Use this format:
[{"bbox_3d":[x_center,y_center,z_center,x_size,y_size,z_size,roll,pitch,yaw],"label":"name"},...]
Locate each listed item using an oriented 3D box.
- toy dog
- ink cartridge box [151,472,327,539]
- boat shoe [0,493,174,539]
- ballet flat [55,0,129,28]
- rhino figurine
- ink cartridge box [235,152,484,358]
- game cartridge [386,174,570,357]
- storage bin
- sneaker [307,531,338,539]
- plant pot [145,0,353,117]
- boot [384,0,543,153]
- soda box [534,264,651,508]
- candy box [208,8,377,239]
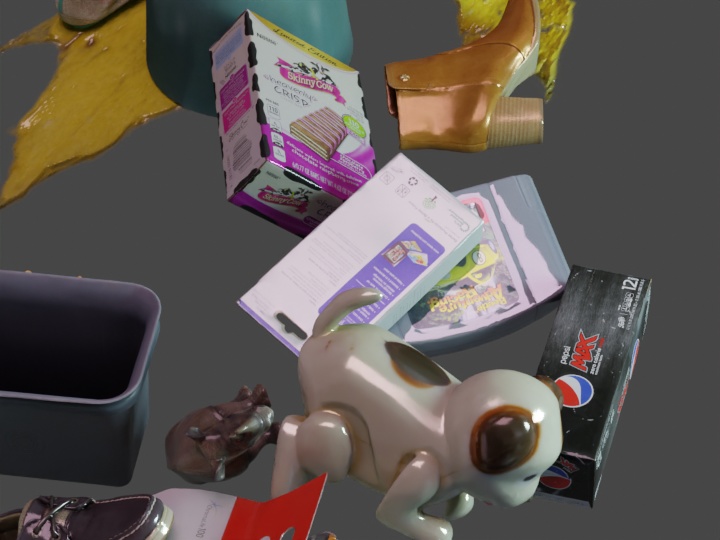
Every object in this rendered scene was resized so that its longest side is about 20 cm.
[{"bbox_3d":[0.055,0.113,1.659,0.199,0.195,0.139,10,10,20],"label":"toy dog"},{"bbox_3d":[-0.129,0.216,1.591,0.200,0.047,0.160,-25,27,31],"label":"ink cartridge box"},{"bbox_3d":[-0.229,0.199,1.625,0.199,0.065,0.072,-18,28,30],"label":"boat shoe"},{"bbox_3d":[-0.218,-0.307,2.166,0.067,0.062,0.200,30,54,27],"label":"ballet flat"},{"bbox_3d":[-0.103,0.129,1.678,0.087,0.200,0.060,-27,90,-12],"label":"rhino figurine"},{"bbox_3d":[0.000,0.000,1.813,0.099,0.039,0.200,41,67,18],"label":"ink cartridge box"},{"bbox_3d":[0.073,0.002,1.855,0.199,0.041,0.134,-16,68,-10],"label":"game cartridge"},{"bbox_3d":[-0.255,0.086,1.743,0.199,0.135,0.146,6,47,7],"label":"storage bin"},{"bbox_3d":[-0.058,0.265,1.600,0.077,0.078,0.200,3,39,16],"label":"sneaker"},{"bbox_3d":[-0.109,-0.268,2.057,0.200,0.161,0.201,-2,46,2],"label":"plant pot"},{"bbox_3d":[0.094,-0.191,2.035,0.143,0.071,0.202,1,51,0],"label":"boot"},{"bbox_3d":[0.177,0.090,1.769,0.070,0.063,0.200,11,48,14],"label":"soda box"},{"bbox_3d":[-0.056,-0.120,1.934,0.136,0.061,0.200,26,35,-33],"label":"candy box"}]
